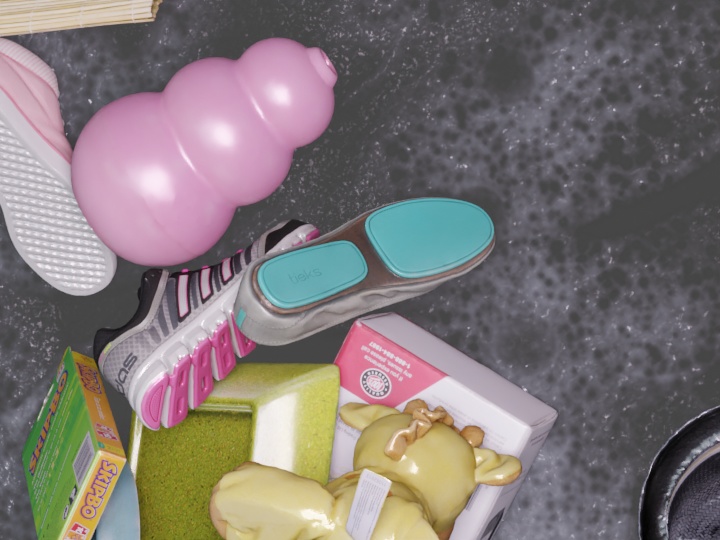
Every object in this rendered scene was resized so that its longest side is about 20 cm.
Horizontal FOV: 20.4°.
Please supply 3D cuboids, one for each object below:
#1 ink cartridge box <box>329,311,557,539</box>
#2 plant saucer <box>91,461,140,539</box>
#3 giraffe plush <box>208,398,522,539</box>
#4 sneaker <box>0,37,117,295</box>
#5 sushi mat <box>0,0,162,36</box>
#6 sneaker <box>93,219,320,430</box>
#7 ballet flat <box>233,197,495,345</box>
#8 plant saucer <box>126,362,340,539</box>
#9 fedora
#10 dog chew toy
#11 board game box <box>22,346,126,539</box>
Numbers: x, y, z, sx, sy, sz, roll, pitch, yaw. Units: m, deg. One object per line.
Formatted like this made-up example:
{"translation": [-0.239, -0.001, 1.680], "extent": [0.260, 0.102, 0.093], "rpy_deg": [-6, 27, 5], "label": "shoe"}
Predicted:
{"translation": [0.025, 0.151, 1.387], "extent": [0.147, 0.086, 0.201], "rpy_deg": [31, 105, 15], "label": "ink cartridge box"}
{"translation": [-0.197, 0.231, 1.424], "extent": [0.027, 0.200, 0.202], "rpy_deg": [10, 99, -21], "label": "plant saucer"}
{"translation": [0.009, 0.154, 1.273], "extent": [0.172, 0.162, 0.200], "rpy_deg": [42, 128, 4], "label": "giraffe plush"}
{"translation": [-0.235, -0.084, 1.474], "extent": [0.075, 0.105, 0.201], "rpy_deg": [-23, 116, 22], "label": "sneaker"}
{"translation": [-0.228, -0.211, 1.460], "extent": [0.198, 0.012, 0.096], "rpy_deg": [-4, 52, 20], "label": "sushi mat"}
{"translation": [-0.109, 0.022, 1.386], "extent": [0.087, 0.200, 0.074], "rpy_deg": [29, 147, 27], "label": "sneaker"}
{"translation": [0.000, 0.000, 1.363], "extent": [0.068, 0.199, 0.064], "rpy_deg": [61, 149, 20], "label": "ballet flat"}
{"translation": [-0.107, 0.160, 1.387], "extent": [0.199, 0.048, 0.202], "rpy_deg": [-2, 79, 47], "label": "plant saucer"}
{"translation": [0.272, 0.175, 1.296], "extent": [0.199, 0.091, 0.203], "rpy_deg": [2, 95, 19], "label": "fedora"}
{"translation": [-0.104, -0.091, 1.400], "extent": [0.199, 0.124, 0.125], "rpy_deg": [-33, 83, 10], "label": "dog chew toy"}
{"translation": [-0.208, 0.132, 1.431], "extent": [0.030, 0.200, 0.096], "rpy_deg": [20, 103, -23], "label": "board game box"}
